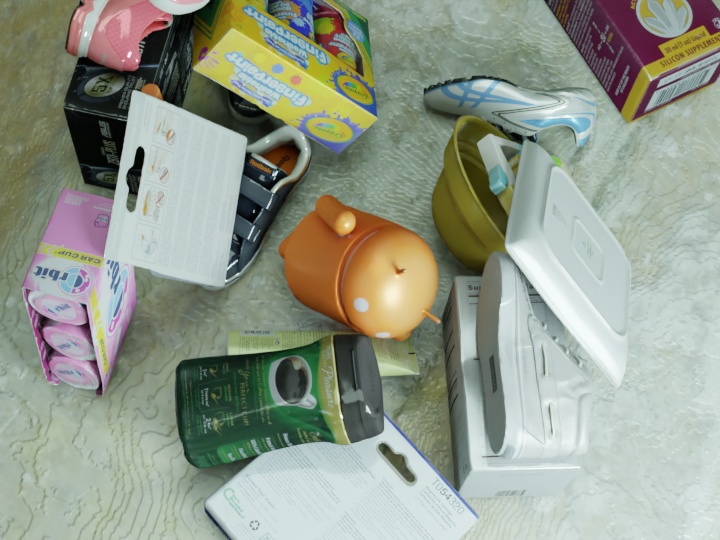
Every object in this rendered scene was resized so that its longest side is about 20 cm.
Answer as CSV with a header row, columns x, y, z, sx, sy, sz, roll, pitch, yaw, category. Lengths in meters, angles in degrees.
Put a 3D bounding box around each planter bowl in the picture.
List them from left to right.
x,y,z,sx,sy,sz,roll,pitch,yaw,category
0.134,-0.059,1.353,0.083,0.199,0.202,-34,67,28,planter bowl

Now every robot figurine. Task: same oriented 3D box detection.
x,y,z,sx,sy,sz,roll,pitch,yaw,category
-0.001,-0.001,1.293,0.116,0.199,0.146,-5,108,-38,robot figurine

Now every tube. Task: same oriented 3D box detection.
x,y,z,sx,sy,sz,roll,pitch,yaw,category
-0.040,0.088,1.316,0.197,0.052,0.059,-1,71,-5,tube

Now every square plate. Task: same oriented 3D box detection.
x,y,z,sx,sy,sz,roll,pitch,yaw,category
0.219,-0.015,1.282,0.198,0.028,0.201,49,32,-22,square plate

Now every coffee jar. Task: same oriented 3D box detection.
x,y,z,sx,sy,sz,roll,pitch,yaw,category
-0.077,0.126,1.240,0.197,0.086,0.105,-9,62,4,coffee jar

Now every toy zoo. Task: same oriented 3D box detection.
x,y,z,sx,sy,sz,roll,pitch,yaw,category
0.189,-0.075,1.346,0.020,0.199,0.132,-34,67,28,toy zoo

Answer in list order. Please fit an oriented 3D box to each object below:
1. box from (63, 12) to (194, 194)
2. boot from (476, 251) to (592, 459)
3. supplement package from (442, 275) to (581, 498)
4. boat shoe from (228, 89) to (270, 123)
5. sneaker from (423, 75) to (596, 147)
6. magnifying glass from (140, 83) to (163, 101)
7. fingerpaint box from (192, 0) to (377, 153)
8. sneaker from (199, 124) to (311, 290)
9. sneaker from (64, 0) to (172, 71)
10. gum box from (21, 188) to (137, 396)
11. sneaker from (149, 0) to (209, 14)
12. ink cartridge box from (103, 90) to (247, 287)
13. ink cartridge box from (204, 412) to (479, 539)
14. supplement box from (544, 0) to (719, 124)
x,y,z,sx,sy,sz,roll,pitch,yaw,category
-0.241,-0.209,1.368,0.085,0.164,0.202,12,67,1,box
0.168,0.081,1.212,0.094,0.074,0.202,4,70,-14,boot
0.148,0.117,1.285,0.112,0.110,0.202,0,67,-4,supplement package
-0.127,-0.271,1.458,0.071,0.068,0.202,-4,65,-5,boat shoe
0.167,-0.180,1.443,0.197,0.072,0.073,7,92,6,sneaker
-0.197,-0.131,1.317,0.022,0.200,0.080,10,68,9,magnifying glass
-0.079,-0.246,1.369,0.199,0.073,0.168,28,41,-32,fingerpaint box
-0.122,-0.075,1.367,0.078,0.080,0.201,29,69,7,sneaker
-0.222,-0.284,1.286,0.086,0.074,0.202,27,69,-9,sneaker
-0.270,0.028,1.247,0.065,0.201,0.115,13,58,2,gum box
-0.141,-0.333,1.246,0.075,0.105,0.200,39,44,1,sneaker
-0.191,-0.076,1.251,0.047,0.199,0.162,7,85,28,ink cartridge box
-0.018,0.242,1.255,0.199,0.043,0.196,-37,72,-20,ink cartridge box
0.324,-0.295,1.483,0.130,0.103,0.201,-26,70,-14,supplement box
